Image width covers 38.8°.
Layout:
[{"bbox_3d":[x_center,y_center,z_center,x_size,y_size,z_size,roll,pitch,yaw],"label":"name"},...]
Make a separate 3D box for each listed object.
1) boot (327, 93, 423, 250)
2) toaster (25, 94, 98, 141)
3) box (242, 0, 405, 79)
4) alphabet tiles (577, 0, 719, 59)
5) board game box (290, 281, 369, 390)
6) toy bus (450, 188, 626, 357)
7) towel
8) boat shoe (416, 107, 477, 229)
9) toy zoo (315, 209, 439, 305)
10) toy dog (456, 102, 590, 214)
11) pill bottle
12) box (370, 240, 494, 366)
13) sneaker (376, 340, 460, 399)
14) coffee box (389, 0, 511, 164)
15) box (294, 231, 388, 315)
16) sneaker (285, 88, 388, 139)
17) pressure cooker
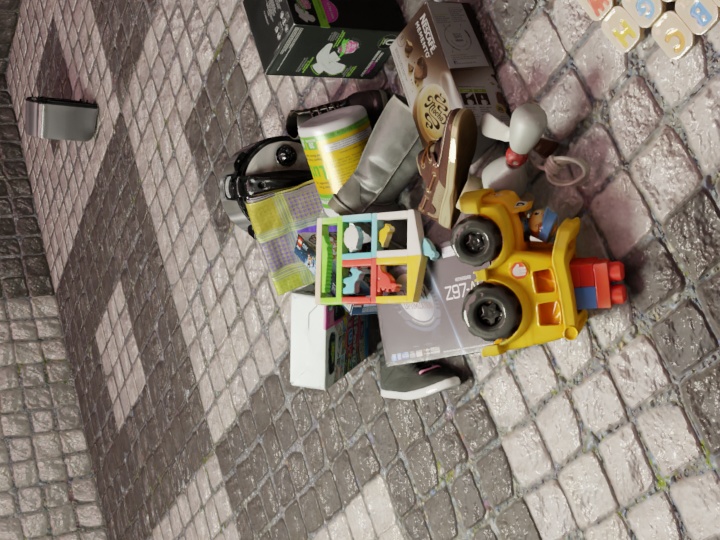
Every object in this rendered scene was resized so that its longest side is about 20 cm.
[{"bbox_3d":[0.068,-0.136,1.521,0.200,0.182,0.073,-54,19,11],"label":"boot"},{"bbox_3d":[-0.882,-0.446,2.979,0.181,0.200,0.119,19,106,56],"label":"toaster"},{"bbox_3d":[-0.057,-0.394,1.586,0.124,0.200,0.149,-46,55,50],"label":"box"},{"bbox_3d":[0.315,-0.334,1.098,0.196,0.015,0.200,56,141,15],"label":"alphabet tiles"},{"bbox_3d":[-0.046,0.091,1.641,0.064,0.200,0.148,6,102,18],"label":"board game box"},{"bbox_3d":[0.218,-0.008,1.226,0.192,0.136,0.200,-8,98,22],"label":"toy bus"},{"bbox_3d":[-0.101,-0.057,1.709,0.023,0.143,0.200,-108,3,-58],"label":"towel"},{"bbox_3d":[0.106,-0.138,1.352,0.072,0.072,0.200,23,147,15],"label":"boat shoe"},{"bbox_3d":[0.022,-0.017,1.463,0.200,0.020,0.132,-2,84,34],"label":"toy zoo"},{"bbox_3d":[0.198,-0.143,1.300,0.200,0.132,0.096,-41,21,49],"label":"toy dog"},{"bbox_3d":[-0.016,-0.147,1.604,0.111,0.111,0.200,12,125,58],"label":"pill bottle"},{"bbox_3d":[0.114,0.044,1.442,0.200,0.043,0.161,-12,83,37],"label":"box"},{"bbox_3d":[0.079,0.141,1.552,0.200,0.071,0.099,-13,87,63],"label":"sneaker"},{"bbox_3d":[0.124,-0.259,1.418,0.113,0.080,0.200,-42,59,54],"label":"coffee box"},{"bbox_3d":[0.000,0.000,1.604,0.200,0.136,0.038,45,130,47],"label":"box"},{"bbox_3d":[-0.039,-0.245,1.669,0.200,0.106,0.075,-17,79,59],"label":"sneaker"},{"bbox_3d":[-0.146,-0.145,1.770,0.179,0.176,0.200,45,165,-16],"label":"pressure cooker"}]
